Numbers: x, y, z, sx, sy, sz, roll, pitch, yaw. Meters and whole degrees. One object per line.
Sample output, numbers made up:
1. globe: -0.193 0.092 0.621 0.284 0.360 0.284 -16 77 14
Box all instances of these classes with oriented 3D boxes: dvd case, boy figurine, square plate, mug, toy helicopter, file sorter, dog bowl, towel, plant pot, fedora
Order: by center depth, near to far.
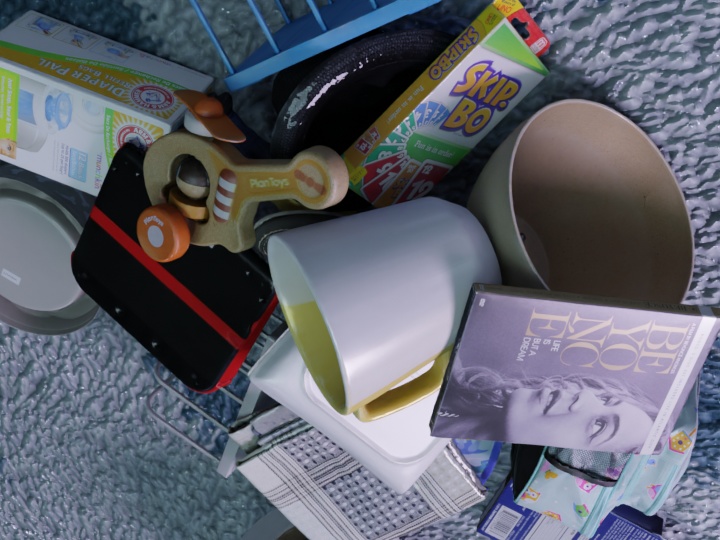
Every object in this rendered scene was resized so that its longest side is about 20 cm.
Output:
1. dvd case: 0.165 0.081 0.885 0.199 0.016 0.149 6 125 -11
2. toy helicopter: -0.094 -0.079 0.891 0.199 0.079 0.133 0 104 36
3. file sorter: -0.028 -0.252 0.901 0.199 0.139 0.123 -18 111 29
4. mug: 0.023 0.021 0.907 0.150 0.153 0.187 63 165 15
5. fedora: -0.002 -0.143 0.959 0.092 0.200 0.201 52 139 36
6. plant pot: 0.163 -0.027 0.965 0.200 0.200 0.134 45 146 -13
7. square plate: 0.037 0.080 1.001 0.200 0.028 0.198 40 94 -24
8. boy figurine: -0.075 -0.076 1.026 0.200 0.064 0.124 44 169 -26
9. towel: -0.005 0.188 1.088 0.192 0.035 0.200 -26 116 22
10. file sorter: -0.123 0.076 1.153 0.124 0.139 0.200 32 129 12
11. dog bowl: -0.352 -0.026 1.222 0.199 0.059 0.201 10 126 14

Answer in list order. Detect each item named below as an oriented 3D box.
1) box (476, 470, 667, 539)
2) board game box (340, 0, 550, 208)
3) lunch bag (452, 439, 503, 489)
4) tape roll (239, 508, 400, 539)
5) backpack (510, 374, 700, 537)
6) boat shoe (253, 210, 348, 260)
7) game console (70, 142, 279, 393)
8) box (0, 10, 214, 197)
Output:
1. box: 0.240 0.285 1.235 0.199 0.032 0.121 27 128 3
2. board game box: 0.073 -0.131 0.934 0.200 0.030 0.095 -47 145 9
3. lunch bag: 0.062 0.145 1.154 0.169 0.128 0.200 15 139 4
4. tape roll: -0.037 0.365 1.286 0.202 0.203 0.140 -10 120 26
5. backpack: 0.223 0.143 1.051 0.153 0.176 0.200 27 124 0
6. boat shoe: 0.000 0.000 1.000 0.199 0.057 0.067 17 128 -25
7. game console: -0.173 0.004 1.044 0.200 0.031 0.177 41 126 9
8. box: -0.252 -0.148 1.073 0.199 0.101 0.113 21 128 5
